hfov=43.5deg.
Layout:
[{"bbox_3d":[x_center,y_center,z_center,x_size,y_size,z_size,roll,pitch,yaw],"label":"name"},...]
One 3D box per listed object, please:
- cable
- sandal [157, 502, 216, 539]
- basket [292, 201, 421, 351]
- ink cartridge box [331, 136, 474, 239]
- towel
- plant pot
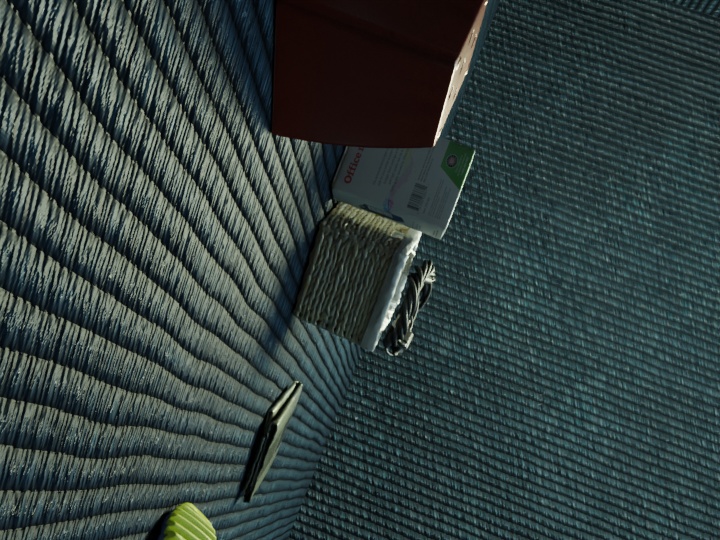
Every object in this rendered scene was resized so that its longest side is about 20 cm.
[{"bbox_3d":[0.092,0.055,1.658,0.200,0.051,0.163,-55,161,-53],"label":"cable"},{"bbox_3d":[-0.247,0.374,1.148,0.087,0.080,0.200,-38,-170,19],"label":"sandal"},{"bbox_3d":[0.000,0.000,1.588,0.198,0.161,0.200,-56,165,-65],"label":"basket"},{"bbox_3d":[0.069,-0.158,1.492,0.088,0.200,0.146,93,18,-81],"label":"ink cartridge box"},{"bbox_3d":[-0.178,0.332,1.779,0.200,0.034,0.193,-58,170,-71],"label":"towel"},{"bbox_3d":[0.028,-0.245,0.955,0.200,0.176,0.200,100,12,-57],"label":"plant pot"}]
